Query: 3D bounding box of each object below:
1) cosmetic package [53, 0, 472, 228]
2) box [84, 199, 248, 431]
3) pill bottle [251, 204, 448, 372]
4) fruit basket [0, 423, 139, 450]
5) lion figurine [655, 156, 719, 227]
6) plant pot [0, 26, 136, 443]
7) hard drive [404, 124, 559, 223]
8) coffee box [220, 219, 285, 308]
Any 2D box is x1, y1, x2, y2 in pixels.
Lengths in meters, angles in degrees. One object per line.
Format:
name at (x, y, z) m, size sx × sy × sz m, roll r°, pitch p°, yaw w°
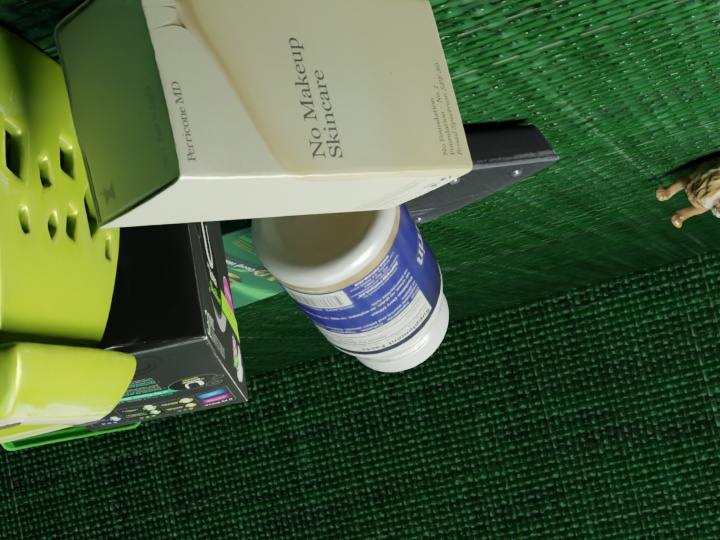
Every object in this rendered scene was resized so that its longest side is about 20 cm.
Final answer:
cosmetic package at (-0.042, -0.084, 0.668) m, size 0.199 × 0.104 × 0.073 m, roll -8°, pitch 169°, yaw -46°
box at (-0.155, 0.012, 0.891) m, size 0.123 × 0.150 × 0.200 m, roll -11°, pitch 164°, yaw 0°
pill bottle at (0.000, 0.000, 1.064) m, size 0.115 × 0.117 × 0.200 m, roll -15°, pitch 149°, yaw 13°
fruit basket at (-0.331, 0.123, 1.563) m, size 0.214 × 0.157 × 0.216 m, roll -1°, pitch -175°, yaw 0°
lion figurine at (0.427, -0.103, 1.553) m, size 0.122 × 0.073 × 0.200 m, roll -30°, pitch 178°, yaw 38°
plant pot at (-0.230, 0.003, 0.675) m, size 0.198 × 0.183 × 0.199 m, roll -13°, pitch 173°, yaw 6°
hard drive at (0.059, -0.076, 1.130) m, size 0.134 × 0.043 × 0.200 m, roll -9°, pitch 172°, yaw -33°
coffee box at (-0.131, -0.007, 1.157) m, size 0.199 × 0.044 × 0.123 m, roll -18°, pitch 151°, yaw 31°
